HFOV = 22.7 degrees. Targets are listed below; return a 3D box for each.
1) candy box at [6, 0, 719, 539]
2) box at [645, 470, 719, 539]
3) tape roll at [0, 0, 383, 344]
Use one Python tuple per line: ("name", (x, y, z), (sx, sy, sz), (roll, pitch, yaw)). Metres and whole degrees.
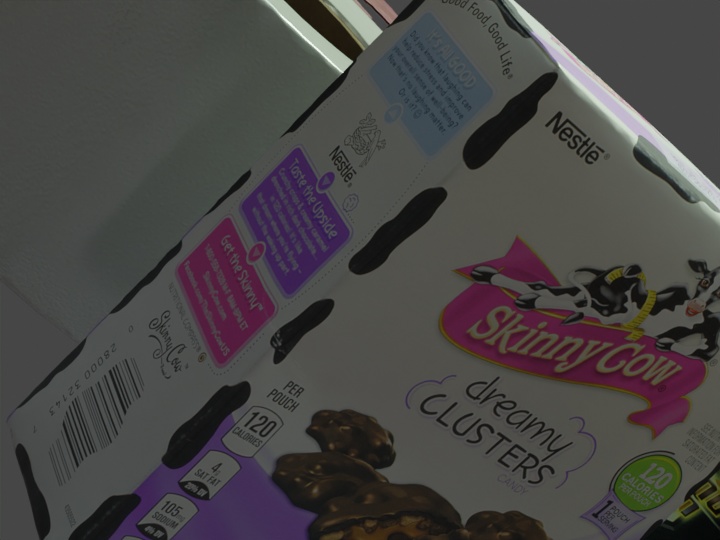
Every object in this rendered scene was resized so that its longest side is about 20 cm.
("candy box", (0.024, 0.034, 0.548), (0.168, 0.200, 0.072), (35, 15, -38))
("box", (0.067, 0.067, 0.683), (0.046, 0.159, 0.200), (26, 23, -52))
("tape roll", (-0.073, -0.065, 0.705), (0.203, 0.139, 0.203), (43, 12, -12))
